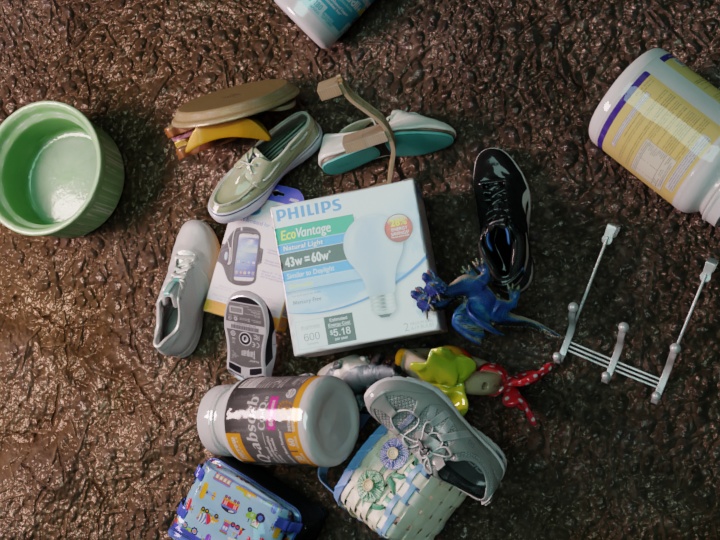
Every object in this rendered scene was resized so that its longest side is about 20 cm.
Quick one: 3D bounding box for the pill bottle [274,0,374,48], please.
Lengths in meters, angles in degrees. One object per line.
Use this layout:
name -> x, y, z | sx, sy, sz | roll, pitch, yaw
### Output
pill bottle -> -0.020, -0.418, 1.596 | 0.200, 0.111, 0.111 | -46, 72, 7

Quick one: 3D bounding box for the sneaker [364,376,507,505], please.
sneaker -> 0.090, 0.198, 1.332 | 0.200, 0.082, 0.075 | 34, 117, -7

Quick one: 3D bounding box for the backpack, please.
backpack -> -0.170, 0.367, 1.515 | 0.182, 0.134, 0.200 | 30, 94, 20

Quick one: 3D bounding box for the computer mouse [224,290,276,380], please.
computer mouse -> -0.146, 0.120, 1.567 | 0.109, 0.044, 0.201 | 11, 109, 23

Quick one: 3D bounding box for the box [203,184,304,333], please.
box -> -0.138, -0.022, 1.612 | 0.119, 0.041, 0.201 | 15, 84, 18

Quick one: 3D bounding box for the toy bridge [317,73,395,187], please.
toy bridge -> 0.009, -0.178, 1.522 | 0.067, 0.200, 0.027 | -15, 36, 16

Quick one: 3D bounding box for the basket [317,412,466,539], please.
basket -> 0.044, 0.249, 1.473 | 0.177, 0.139, 0.200 | -55, 37, 2

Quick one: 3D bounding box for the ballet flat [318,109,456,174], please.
ballet flat -> 0.032, -0.188, 1.576 | 0.199, 0.069, 0.070 | -13, 78, 16

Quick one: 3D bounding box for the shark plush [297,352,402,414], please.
shark plush -> 0.000, 0.152, 1.495 | 0.200, 0.091, 0.084 | -26, 80, 40

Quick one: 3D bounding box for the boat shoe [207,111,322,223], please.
boat shoe -> -0.140, -0.150, 1.590 | 0.200, 0.062, 0.072 | -44, 62, -7

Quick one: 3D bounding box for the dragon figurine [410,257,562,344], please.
dragon figurine -> 0.152, 0.054, 1.423 | 0.200, 0.059, 0.100 | 40, 59, -13

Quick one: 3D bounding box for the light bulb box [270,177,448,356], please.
light bulb box -> 0.000, 0.000, 1.502 | 0.197, 0.125, 0.201 | -11, 84, 6

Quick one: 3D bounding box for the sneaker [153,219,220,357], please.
sneaker -> -0.252, 0.022, 1.613 | 0.075, 0.088, 0.201 | 6, 83, 19

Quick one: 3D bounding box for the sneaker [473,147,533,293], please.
sneaker -> 0.185, -0.075, 1.482 | 0.073, 0.112, 0.201 | -12, 79, 14

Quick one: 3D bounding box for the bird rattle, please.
bird rattle -> 0.135, 0.128, 1.451 | 0.163, 0.199, 0.113 | 27, 117, 53

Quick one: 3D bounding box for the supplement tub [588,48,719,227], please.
supplement tub -> 0.402, -0.164, 1.412 | 0.200, 0.145, 0.145 | 43, 95, 18

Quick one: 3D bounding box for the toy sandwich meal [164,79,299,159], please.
toy sandwich meal -> -0.177, -0.211, 1.596 | 0.204, 0.205, 0.071 | -9, 110, 15

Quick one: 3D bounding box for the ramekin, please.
ramekin -> -0.450, -0.143, 1.693 | 0.199, 0.098, 0.201 | -3, 81, 17

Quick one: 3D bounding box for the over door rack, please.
over door rack -> 0.345, 0.049, 1.439 | 0.147, 0.067, 0.201 | 23, 89, 18

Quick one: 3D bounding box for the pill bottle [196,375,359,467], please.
pill bottle -> -0.109, 0.195, 1.474 | 0.199, 0.116, 0.117 | -6, 80, 36
